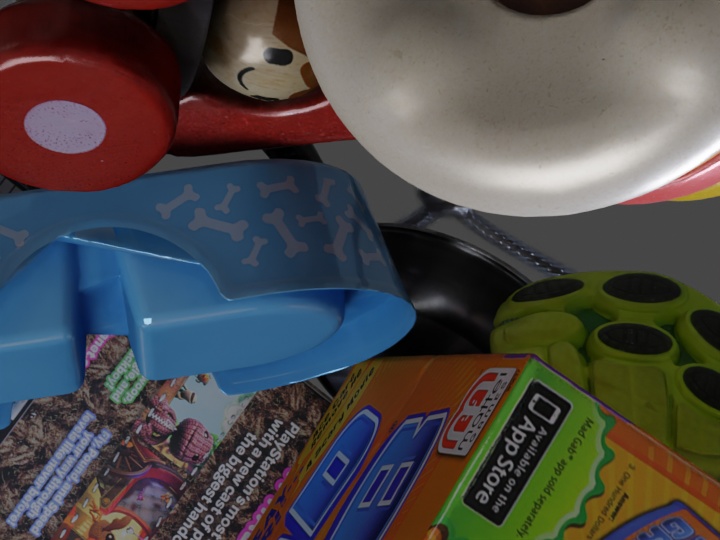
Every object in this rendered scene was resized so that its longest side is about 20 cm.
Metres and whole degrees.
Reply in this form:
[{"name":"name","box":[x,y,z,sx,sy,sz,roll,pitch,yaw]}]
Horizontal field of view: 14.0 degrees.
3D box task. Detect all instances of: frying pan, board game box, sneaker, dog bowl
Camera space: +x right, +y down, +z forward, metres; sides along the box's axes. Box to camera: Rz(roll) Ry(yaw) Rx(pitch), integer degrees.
[{"name":"frying pan","box":[0.016,0.003,1.007,0.114,0.031,0.191,7,140,26]},{"name":"board game box","box":[0.052,0.164,0.928,0.199,0.201,0.200,34,170,-11]},{"name":"board game box","box":[-0.113,0.075,1.045,0.200,0.160,0.097,39,167,-10]},{"name":"sneaker","box":[0.129,0.068,0.963,0.199,0.074,0.084,26,139,6]},{"name":"dog bowl","box":[-0.083,0.008,0.947,0.199,0.050,0.112,-8,163,-5]}]

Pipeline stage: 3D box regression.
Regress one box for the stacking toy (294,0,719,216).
[{"name":"stacking toy","box":[0.081,-0.066,0.800,0.145,0.147,0.200,9,170,25]}]

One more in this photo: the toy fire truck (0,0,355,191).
[{"name":"toy fire truck","box":[-0.025,-0.098,0.863,0.167,0.113,0.200,11,141,-11]}]
